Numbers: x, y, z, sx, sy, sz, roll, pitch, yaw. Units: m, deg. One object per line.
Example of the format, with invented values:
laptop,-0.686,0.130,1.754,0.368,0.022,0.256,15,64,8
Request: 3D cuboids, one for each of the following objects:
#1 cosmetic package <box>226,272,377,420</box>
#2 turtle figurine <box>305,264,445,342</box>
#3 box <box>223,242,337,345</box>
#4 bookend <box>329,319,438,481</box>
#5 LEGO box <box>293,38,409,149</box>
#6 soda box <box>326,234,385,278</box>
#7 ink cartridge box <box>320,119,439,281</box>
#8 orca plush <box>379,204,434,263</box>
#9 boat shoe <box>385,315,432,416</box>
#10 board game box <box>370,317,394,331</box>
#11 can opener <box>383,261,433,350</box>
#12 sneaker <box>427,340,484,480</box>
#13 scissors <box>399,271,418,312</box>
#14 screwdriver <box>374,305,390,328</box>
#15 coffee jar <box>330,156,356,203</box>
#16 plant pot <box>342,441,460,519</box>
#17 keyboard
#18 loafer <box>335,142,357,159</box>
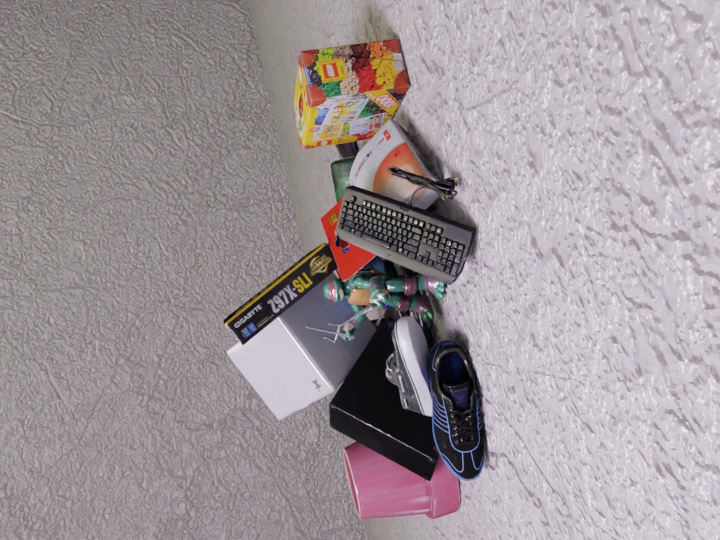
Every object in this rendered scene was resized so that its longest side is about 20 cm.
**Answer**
cosmetic package,-0.101,0.139,1.051,0.167,0.200,0.167,-34,94,35
turtle figurine,0.019,0.042,0.838,0.150,0.199,0.101,120,145,-66
box,-0.134,0.038,0.917,0.049,0.200,0.160,52,168,-8
bookend,0.078,0.222,0.983,0.200,0.198,0.092,-55,-20,-35
LEGO box,-0.023,-0.270,0.875,0.200,0.148,0.077,140,117,-78
soda box,0.000,0.000,0.974,0.064,0.068,0.200,44,168,25
ink cartridge box,0.011,-0.106,0.817,0.050,0.200,0.162,34,-156,-40
orca plush,0.079,-0.030,0.822,0.071,0.105,0.200,44,158,-6
boat shoe,0.071,0.155,0.851,0.072,0.071,0.201,-70,-31,-52
board game box,0.059,0.206,1.201,0.200,0.061,0.201,158,101,-78
can opener,0.084,0.067,0.929,0.079,0.063,0.201,-16,-84,-80
sneaker,0.135,0.199,0.783,0.078,0.070,0.201,100,158,-81
scissors,0.094,0.033,0.979,0.200,0.014,0.073,132,127,-76
screwdriver,0.043,0.079,1.069,0.200,0.028,0.029,115,164,-50
coffee jar,0.001,-0.117,1.073,0.104,0.085,0.201,-54,-46,-80
plant pot,0.067,0.375,1.045,0.200,0.178,0.201,168,90,-80
keyboard,0.057,-0.072,0.716,0.200,0.021,0.128,24,103,31
loafer,-0.036,-0.243,1.204,0.072,0.063,0.201,-168,67,-79
